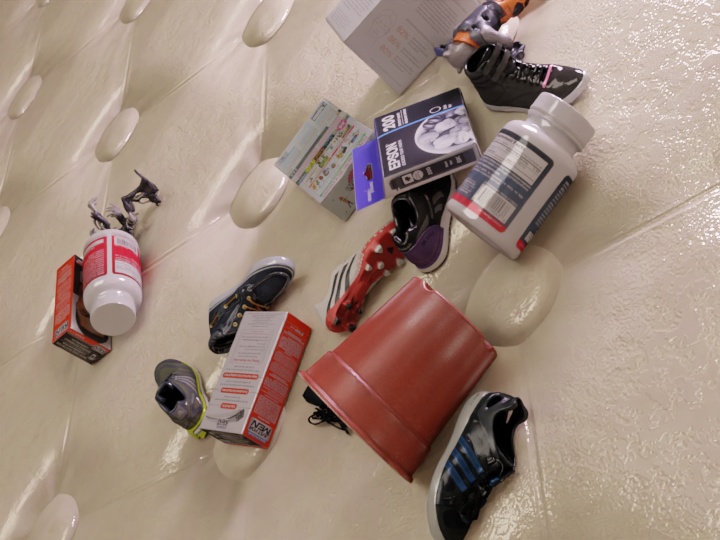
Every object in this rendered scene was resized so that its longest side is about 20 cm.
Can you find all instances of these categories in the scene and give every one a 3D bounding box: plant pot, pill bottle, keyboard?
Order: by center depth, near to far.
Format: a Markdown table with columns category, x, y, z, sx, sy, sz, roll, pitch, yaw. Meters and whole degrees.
| category | x | y | z | sx | sy | sz | roll | pitch | yaw |
| --- | --- | --- | --- | --- | --- | --- | --- | --- | --- |
| plant pot | 0.058 | 0.128 | 1.419 | 0.195 | 0.201 | 0.201 | -46 | 36 | -4 |
| pill bottle | 0.217 | -0.128 | 1.486 | 0.201 | 0.119 | 0.119 | -53 | 36 | 1 |
| keyboard | -0.019 | 0.177 | 1.578 | 0.199 | 0.040 | 0.105 | 9 | 69 | 52 |
| pill bottle | -0.476 | 0.024 | 2.143 | 0.112 | 0.112 | 0.201 | -38 | 39 | 20 |

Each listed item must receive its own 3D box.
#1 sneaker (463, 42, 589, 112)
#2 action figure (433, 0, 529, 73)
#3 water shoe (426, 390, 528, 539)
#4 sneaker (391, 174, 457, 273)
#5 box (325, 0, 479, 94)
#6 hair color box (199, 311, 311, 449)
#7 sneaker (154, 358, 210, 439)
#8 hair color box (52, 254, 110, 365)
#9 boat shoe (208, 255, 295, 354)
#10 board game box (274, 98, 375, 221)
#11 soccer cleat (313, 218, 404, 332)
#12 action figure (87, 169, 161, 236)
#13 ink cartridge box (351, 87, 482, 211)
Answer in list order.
| category | x | y | z | sx | sy | sz | roll | pitch | yaw |
| --- | --- | --- | --- | --- | --- | --- | --- | --- | --- |
| sneaker | 0.229 | -0.281 | 1.609 | 0.199 | 0.099 | 0.071 | 5 | 64 | 48 |
| action figure | 0.181 | -0.390 | 1.749 | 0.199 | 0.105 | 0.195 | 7 | 58 | 48 |
| water shoe | 0.139 | 0.236 | 1.328 | 0.078 | 0.071 | 0.202 | -2 | 61 | 45 |
| sneaker | 0.088 | -0.103 | 1.635 | 0.075 | 0.087 | 0.202 | -25 | 46 | 33 |
| box | 0.070 | -0.427 | 1.855 | 0.200 | 0.152 | 0.107 | -45 | 37 | 11 |
| hair color box | -0.161 | 0.166 | 1.724 | 0.110 | 0.064 | 0.202 | -2 | 60 | 46 |
| sneaker | -0.302 | 0.196 | 1.841 | 0.074 | 0.081 | 0.200 | -53 | 36 | 1 |
| hair color box | -0.542 | 0.075 | 2.187 | 0.061 | 0.101 | 0.202 | -35 | 41 | 23 |
| boat shoe | -0.176 | 0.061 | 1.824 | 0.200 | 0.070 | 0.092 | -37 | 41 | 34 |
| board game box | -0.045 | -0.189 | 1.872 | 0.148 | 0.064 | 0.200 | -53 | 35 | 4 |
| soccer cleat | 0.000 | 0.000 | 1.673 | 0.201 | 0.068 | 0.085 | -58 | 40 | 4 |
| action figure | -0.494 | -0.107 | 2.267 | 0.201 | 0.102 | 0.119 | -50 | -8 | -2 |
| ink cartridge box | 0.073 | -0.185 | 1.670 | 0.198 | 0.044 | 0.199 | -22 | 32 | 10 |
